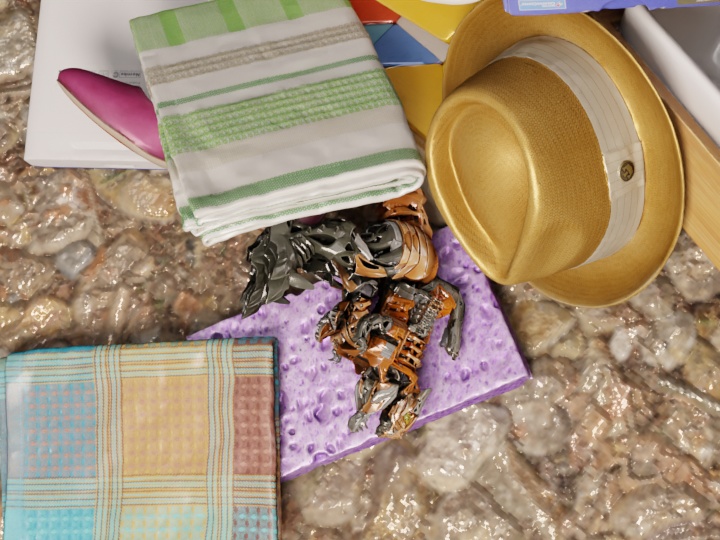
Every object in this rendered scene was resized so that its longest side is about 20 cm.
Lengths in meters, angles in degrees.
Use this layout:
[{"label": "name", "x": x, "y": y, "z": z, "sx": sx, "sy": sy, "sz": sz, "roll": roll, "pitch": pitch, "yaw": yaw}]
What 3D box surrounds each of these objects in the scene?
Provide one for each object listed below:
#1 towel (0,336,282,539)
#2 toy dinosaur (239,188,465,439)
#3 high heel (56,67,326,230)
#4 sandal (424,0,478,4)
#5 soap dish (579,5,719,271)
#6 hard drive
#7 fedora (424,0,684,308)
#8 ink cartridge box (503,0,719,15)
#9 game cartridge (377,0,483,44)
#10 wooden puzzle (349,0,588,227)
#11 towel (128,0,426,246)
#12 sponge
[{"label": "towel", "x": -0.145, "y": 0.119, "z": 1.103, "sx": 0.199, "sy": 0.022, "sz": 0.148, "roll": -5, "pitch": 82, "yaw": 19}, {"label": "toy dinosaur", "x": 0.000, "y": 0.000, "z": 1.064, "sx": 0.135, "sy": 0.102, "sz": 0.201, "roll": 6, "pitch": 59, "yaw": -12}, {"label": "high heel", "x": -0.094, "y": -0.101, "z": 1.112, "sx": 0.199, "sy": 0.067, "sz": 0.096, "roll": 31, "pitch": 90, "yaw": -11}, {"label": "sandal", "x": 0.018, "y": -0.218, "z": 1.075, "sx": 0.202, "sy": 0.050, "sz": 0.083, "roll": 31, "pitch": 87, "yaw": 32}, {"label": "soap dish", "x": 0.229, "y": -0.079, "z": 1.024, "sx": 0.200, "sy": 0.157, "sz": 0.081, "roll": 53, "pitch": 129, "yaw": 16}, {"label": "hard drive", "x": -0.158, "y": -0.170, "z": 1.183, "sx": 0.131, "sy": 0.025, "sz": 0.201, "roll": 2, "pitch": 79, "yaw": 12}, {"label": "fedora", "x": 0.096, "y": -0.059, "z": 1.007, "sx": 0.082, "sy": 0.201, "sz": 0.201, "roll": -29, "pitch": 70, "yaw": -35}, {"label": "ink cartridge box", "x": 0.146, "y": -0.219, "z": 0.960, "sx": 0.136, "sy": 0.076, "sz": 0.201, "roll": -2, "pitch": 57, "yaw": 11}, {"label": "game cartridge", "x": 0.053, "y": -0.266, "z": 1.100, "sx": 0.176, "sy": 0.032, "sz": 0.201, "roll": 35, "pitch": 104, "yaw": 18}, {"label": "wooden puzzle", "x": 0.054, "y": -0.158, "z": 1.132, "sx": 0.185, "sy": 0.037, "sz": 0.200, "roll": 42, "pitch": 89, "yaw": 16}, {"label": "towel", "x": -0.055, "y": -0.104, "z": 1.059, "sx": 0.148, "sy": 0.031, "sz": 0.201, "roll": -12, "pitch": 47, "yaw": -9}, {"label": "sponge", "x": -0.002, "y": 0.056, "z": 1.102, "sx": 0.199, "sy": 0.030, "sz": 0.112, "roll": -23, "pitch": 75, "yaw": 6}]
